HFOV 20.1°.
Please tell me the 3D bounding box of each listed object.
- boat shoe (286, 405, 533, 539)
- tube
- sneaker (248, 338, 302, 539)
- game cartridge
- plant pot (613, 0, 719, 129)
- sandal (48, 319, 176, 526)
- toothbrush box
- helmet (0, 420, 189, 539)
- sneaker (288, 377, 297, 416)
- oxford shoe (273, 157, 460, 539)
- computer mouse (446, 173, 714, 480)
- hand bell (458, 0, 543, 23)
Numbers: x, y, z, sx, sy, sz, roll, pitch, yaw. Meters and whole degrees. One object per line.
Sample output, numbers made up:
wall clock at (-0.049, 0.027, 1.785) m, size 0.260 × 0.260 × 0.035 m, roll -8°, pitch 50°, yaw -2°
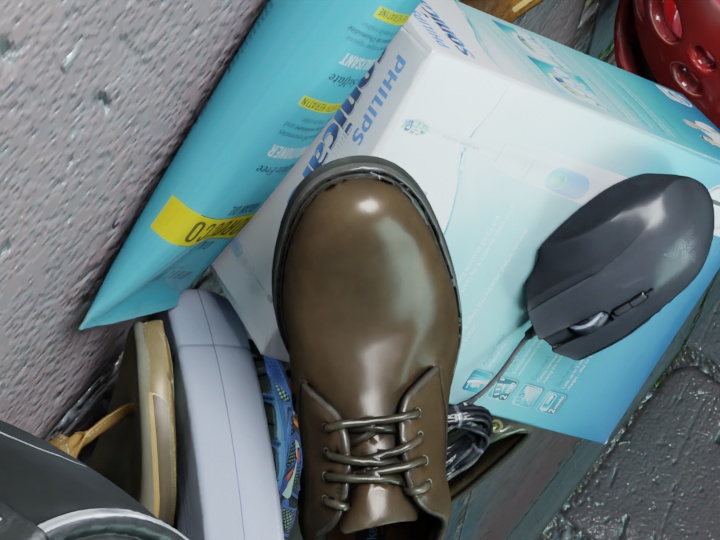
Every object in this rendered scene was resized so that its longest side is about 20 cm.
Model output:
boat shoe at (0.009, 0.129, 1.098) m, size 0.202 × 0.060 × 0.072 m, roll -46°, pitch 149°, yaw 10°
tube at (-0.039, -0.059, 0.783) m, size 0.201 × 0.050 × 0.077 m, roll -54°, pitch 160°, yaw 19°
sneaker at (-0.062, 0.086, 1.005) m, size 0.201 × 0.075 × 0.079 m, roll 100°, pitch 13°, yaw -57°
game cartridge at (-0.066, 0.115, 0.840) m, size 0.040 × 0.201 × 0.134 m, roll 0°, pitch 141°, yaw -15°
plant pot at (0.250, -0.164, 1.195) m, size 0.201 × 0.200 × 0.183 m, roll -49°, pitch 174°, yaw -22°
sandal at (-0.120, 0.105, 0.856) m, size 0.054 × 0.081 × 0.201 m, roll 7°, pitch 134°, yaw -25°
toothbrush box at (0.053, -0.024, 0.871) m, size 0.199 × 0.085 × 0.147 m, roll 15°, pitch 115°, yaw -36°
helmet at (-0.139, 0.136, 0.591) m, size 0.199 × 0.189 × 0.202 m, roll -3°, pitch 94°, yaw -51°
sneaker at (-0.015, 0.100, 1.161) m, size 0.200 × 0.077 × 0.079 m, roll -35°, pitch 160°, yaw -45°
oxford shoe at (0.008, 0.054, 0.776) m, size 0.085 × 0.072 × 0.202 m, roll -103°, pitch -174°, yaw -61°
computer mouse at (0.072, 0.037, 0.846) m, size 0.200 × 0.034 × 0.059 m, roll -46°, pitch 132°, yaw 10°
hand bell at (0.080, -0.137, 0.953) m, size 0.199 × 0.104 × 0.104 m, roll -36°, pitch 162°, yaw -16°
